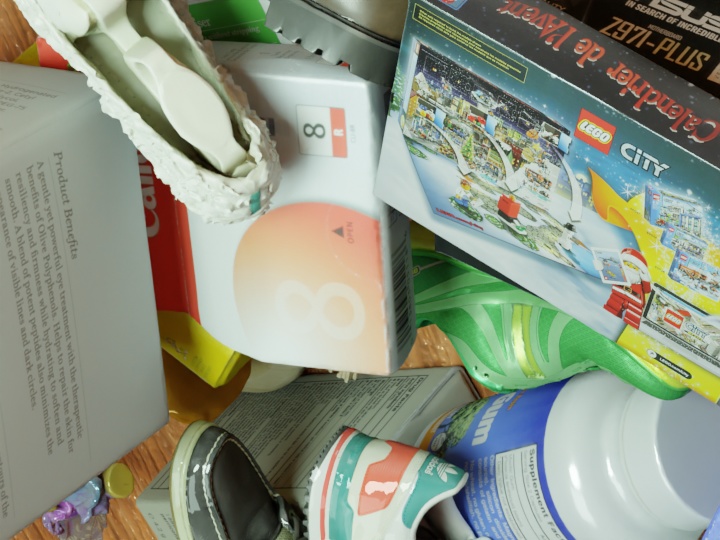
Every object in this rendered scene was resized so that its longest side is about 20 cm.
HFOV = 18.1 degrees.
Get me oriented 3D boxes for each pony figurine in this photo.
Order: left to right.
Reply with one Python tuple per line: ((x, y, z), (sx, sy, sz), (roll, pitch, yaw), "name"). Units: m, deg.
((-0.237, 0.129, 1.595), (0.200, 0.166, 0.194), (-12, 86, 53), "pony figurine")

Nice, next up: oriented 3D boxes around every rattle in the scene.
((-0.125, 0.063, 1.408), (0.200, 0.143, 0.130), (-12, 141, 41), "rattle")

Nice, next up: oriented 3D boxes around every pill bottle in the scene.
((0.123, 0.111, 1.234), (0.112, 0.112, 0.200), (52, 143, -12), "pill bottle")

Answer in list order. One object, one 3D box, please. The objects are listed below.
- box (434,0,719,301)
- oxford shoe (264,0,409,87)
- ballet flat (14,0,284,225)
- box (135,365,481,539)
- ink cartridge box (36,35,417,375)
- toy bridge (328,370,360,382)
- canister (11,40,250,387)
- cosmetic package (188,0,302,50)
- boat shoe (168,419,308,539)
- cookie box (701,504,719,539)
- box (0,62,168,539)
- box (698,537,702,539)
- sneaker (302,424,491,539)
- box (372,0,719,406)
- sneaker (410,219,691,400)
((0.141, -0.052, 1.071), (0.200, 0.086, 0.164), (25, 140, 24), "box")
((-0.050, -0.168, 1.047), (0.200, 0.073, 0.085), (30, 104, 9), "oxford shoe")
((-0.103, -0.109, 1.063), (0.200, 0.072, 0.072), (50, 144, -2), "ballet flat")
((-0.016, 0.141, 1.386), (0.200, 0.128, 0.109), (-5, 123, 47), "box")
((-0.074, -0.036, 1.146), (0.199, 0.050, 0.163), (4, 117, 17), "ink cartridge box")
((0.000, 0.000, 1.278), (0.027, 0.067, 0.200), (33, 144, 14), "toy bridge")
((-0.116, -0.044, 1.278), (0.200, 0.149, 0.087), (37, 139, 4), "canister")
((-0.084, -0.195, 1.142), (0.107, 0.085, 0.200), (-5, 124, 41), "cosmetic package")
((-0.048, 0.166, 1.280), (0.066, 0.072, 0.201), (3, 129, 29), "boat shoe")
((0.220, 0.109, 1.062), (0.075, 0.200, 0.171), (33, 144, 14), "cookie box")
((-0.229, 0.008, 1.147), (0.199, 0.171, 0.200), (13, 121, 32), "box")
((0.233, 0.256, 1.224), (0.200, 0.171, 0.199), (44, 145, -1), "box")
((0.027, 0.179, 1.233), (0.093, 0.070, 0.200), (9, 123, 23), "sneaker")
((0.104, -0.039, 1.012), (0.200, 0.038, 0.137), (32, 143, 16), "box")
((0.102, 0.029, 1.186), (0.200, 0.074, 0.084), (25, 116, 42), "sneaker")
